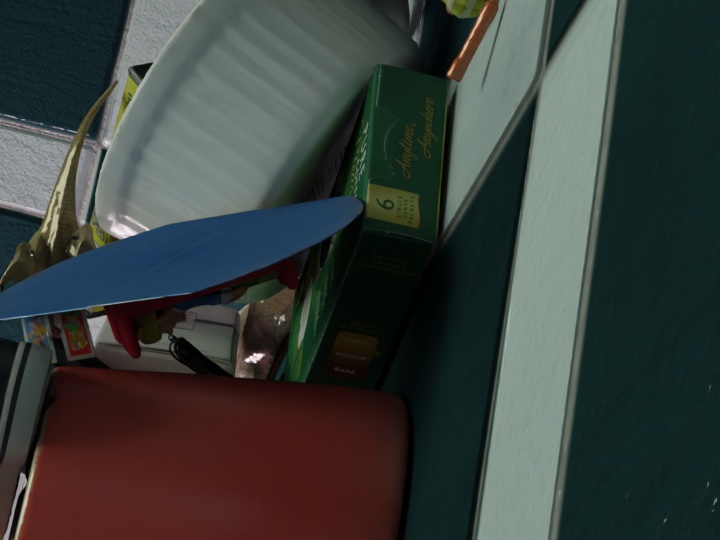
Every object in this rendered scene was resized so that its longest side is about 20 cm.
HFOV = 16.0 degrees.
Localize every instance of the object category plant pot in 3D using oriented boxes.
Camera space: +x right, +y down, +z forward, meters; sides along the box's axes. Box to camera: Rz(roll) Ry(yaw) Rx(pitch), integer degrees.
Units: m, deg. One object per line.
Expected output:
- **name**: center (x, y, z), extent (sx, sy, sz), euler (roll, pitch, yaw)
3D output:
- **plant pot**: center (-0.084, 0.136, 1.276), extent (0.200, 0.176, 0.202), euler (-166, 90, -82)

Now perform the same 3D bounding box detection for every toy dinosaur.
- **toy dinosaur**: center (-0.178, -0.009, 1.493), extent (0.101, 0.058, 0.202), euler (-111, 27, -78)

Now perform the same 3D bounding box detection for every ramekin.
- **ramekin**: center (-0.051, -0.078, 1.445), extent (0.201, 0.097, 0.201), euler (-51, -14, -18)

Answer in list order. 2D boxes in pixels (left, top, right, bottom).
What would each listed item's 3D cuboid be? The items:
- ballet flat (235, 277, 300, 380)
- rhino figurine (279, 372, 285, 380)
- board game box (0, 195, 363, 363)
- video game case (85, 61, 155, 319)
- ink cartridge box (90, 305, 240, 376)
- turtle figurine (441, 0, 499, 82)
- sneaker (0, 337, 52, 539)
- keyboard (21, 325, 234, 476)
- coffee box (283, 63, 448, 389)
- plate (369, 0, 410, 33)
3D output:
- **ballet flat**: center (-0.067, 0.071, 1.650), extent (0.067, 0.068, 0.201), euler (51, 135, 24)
- **rhino figurine**: center (-0.054, 0.140, 1.492), extent (0.088, 0.059, 0.201), euler (108, 173, -50)
- **board game box**: center (-0.088, 0.010, 1.288), extent (0.158, 0.199, 0.039), euler (-32, -69, -55)
- **video game case**: center (-0.078, -0.064, 1.607), extent (0.026, 0.199, 0.182), euler (46, 134, 33)
- **ink cartridge box**: center (-0.121, 0.102, 1.509), extent (0.200, 0.082, 0.148), euler (-103, 21, -83)
- **turtle figurine**: center (0.043, -0.199, 1.325), extent (0.161, 0.064, 0.202), euler (-79, -10, -85)
- **sneaker**: center (-0.202, 0.080, 1.287), extent (0.200, 0.079, 0.079), euler (115, 166, -62)
- **keyboard**: center (-0.099, 0.102, 1.393), extent (0.127, 0.200, 0.021), euler (-52, 2, 10)
- **coffee box**: center (0.000, 0.000, 1.392), extent (0.201, 0.044, 0.124), euler (111, 169, -46)
- **plate**: center (-0.041, -0.249, 1.547), extent (0.032, 0.200, 0.200), euler (-37, -21, 5)
